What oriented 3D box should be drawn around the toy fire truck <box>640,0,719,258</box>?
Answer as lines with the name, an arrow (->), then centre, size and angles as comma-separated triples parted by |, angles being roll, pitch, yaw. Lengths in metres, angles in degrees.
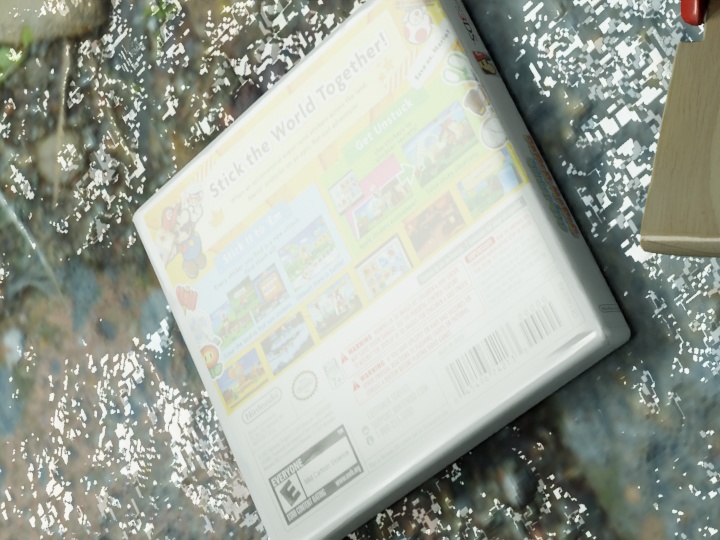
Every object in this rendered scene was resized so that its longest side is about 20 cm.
toy fire truck -> 0.163, -0.110, 0.673 | 0.176, 0.129, 0.200 | 9, 107, 39

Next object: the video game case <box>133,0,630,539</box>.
video game case -> 0.000, 0.000, 0.861 | 0.200, 0.023, 0.182 | -39, 67, 34
